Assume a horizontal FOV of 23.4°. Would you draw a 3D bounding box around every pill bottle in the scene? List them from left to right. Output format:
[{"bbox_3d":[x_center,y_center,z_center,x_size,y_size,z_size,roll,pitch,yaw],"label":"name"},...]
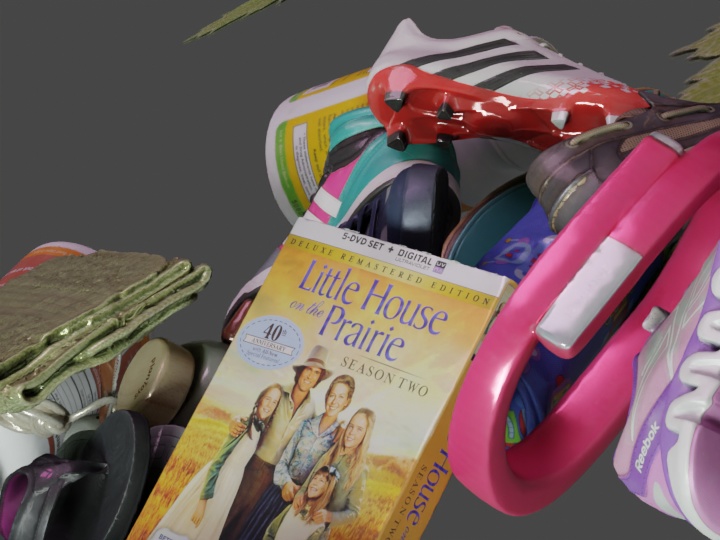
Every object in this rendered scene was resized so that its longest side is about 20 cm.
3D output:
[{"bbox_3d":[-0.233,0.078,1.156,0.112,0.113,0.200,-13,26,39],"label":"pill bottle"},{"bbox_3d":[0.043,-0.089,1.162,0.199,0.111,0.111,-14,25,37],"label":"pill bottle"}]

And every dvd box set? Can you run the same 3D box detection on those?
[{"bbox_3d":[-0.020,0.080,0.805,0.146,0.029,0.201,18,76,44],"label":"dvd box set"}]

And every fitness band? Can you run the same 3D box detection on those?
[{"bbox_3d":[0.111,0.020,0.770,0.037,0.144,0.200,35,70,25],"label":"fitness band"}]

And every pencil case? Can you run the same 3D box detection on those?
[{"bbox_3d":[0.095,0.011,0.894,0.086,0.078,0.200,22,45,23],"label":"pencil case"}]

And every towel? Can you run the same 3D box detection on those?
[{"bbox_3d":[-0.182,0.035,0.988,0.148,0.037,0.200,-32,18,-29],"label":"towel"}]

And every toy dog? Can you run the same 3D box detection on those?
[{"bbox_3d":[-0.113,0.069,1.017,0.199,0.132,0.097,0,57,39],"label":"toy dog"}]

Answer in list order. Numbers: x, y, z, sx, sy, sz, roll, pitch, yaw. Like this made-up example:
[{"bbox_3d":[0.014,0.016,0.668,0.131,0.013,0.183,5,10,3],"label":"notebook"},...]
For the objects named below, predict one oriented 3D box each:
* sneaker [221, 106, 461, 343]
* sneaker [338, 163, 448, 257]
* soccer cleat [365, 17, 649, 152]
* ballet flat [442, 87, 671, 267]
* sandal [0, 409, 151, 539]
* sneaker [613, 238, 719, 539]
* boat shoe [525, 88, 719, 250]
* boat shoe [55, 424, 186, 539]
[{"bbox_3d":[-0.010,-0.030,1.072,0.200,0.083,0.121,-40,24,33],"label":"sneaker"},{"bbox_3d":[0.000,0.000,0.927,0.200,0.081,0.071,102,180,-64],"label":"sneaker"},{"bbox_3d":[0.103,-0.099,0.984,0.199,0.069,0.086,9,51,7],"label":"soccer cleat"},{"bbox_3d":[0.117,-0.032,1.022,0.200,0.069,0.063,-37,-7,-24],"label":"ballet flat"},{"bbox_3d":[-0.173,0.143,0.908,0.200,0.048,0.076,-46,40,32],"label":"sandal"},{"bbox_3d":[0.160,0.021,0.735,0.088,0.080,0.201,-21,41,64],"label":"sneaker"},{"bbox_3d":[0.159,-0.060,0.874,0.199,0.073,0.075,-19,-32,-46],"label":"boat shoe"},{"bbox_3d":[-0.103,0.127,0.925,0.201,0.065,0.075,-4,61,54],"label":"boat shoe"}]
